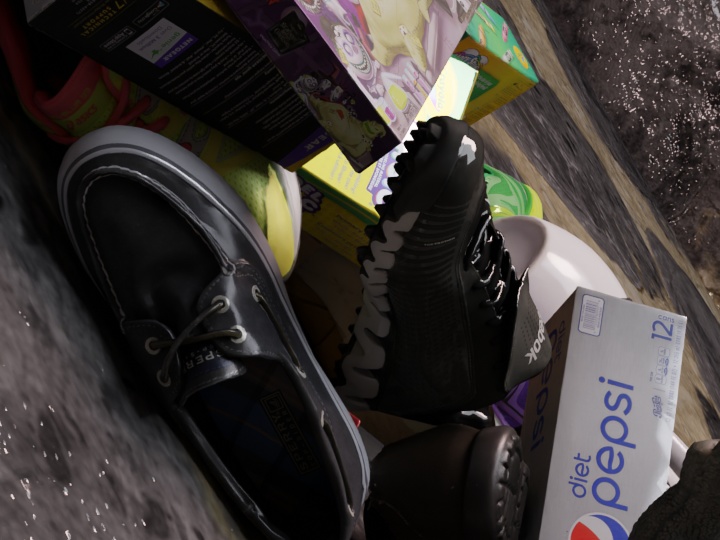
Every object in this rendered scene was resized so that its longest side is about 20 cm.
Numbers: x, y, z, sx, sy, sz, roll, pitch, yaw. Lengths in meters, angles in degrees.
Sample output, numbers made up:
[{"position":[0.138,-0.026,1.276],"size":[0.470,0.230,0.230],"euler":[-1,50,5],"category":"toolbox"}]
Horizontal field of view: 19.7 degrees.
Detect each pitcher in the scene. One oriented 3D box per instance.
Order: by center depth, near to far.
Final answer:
[{"position":[0.139,0.070,1.284],"size":[0.171,0.121,0.200],"euler":[17,-35,54],"category":"pitcher"}]

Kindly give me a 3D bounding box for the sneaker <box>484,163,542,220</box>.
[{"position":[0.089,-0.018,1.485],"size":[0.084,0.074,0.200],"euler":[36,19,-17],"category":"sneaker"}]

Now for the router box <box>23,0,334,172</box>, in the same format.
[{"position":[-0.080,-0.157,0.875],"size":[0.157,0.052,0.200],"euler":[28,37,-46],"category":"router box"}]

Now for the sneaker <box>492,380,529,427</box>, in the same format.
[{"position":[0.068,0.041,1.189],"size":[0.200,0.083,0.081],"euler":[57,-13,-28],"category":"sneaker"}]

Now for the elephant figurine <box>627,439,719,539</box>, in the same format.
[{"position":[0.124,0.185,0.867],"size":[0.155,0.200,0.142],"euler":[41,23,-54],"category":"elephant figurine"}]

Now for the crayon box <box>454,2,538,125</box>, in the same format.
[{"position":[0.037,-0.135,1.406],"size":[0.058,0.119,0.200],"euler":[63,13,12],"category":"crayon box"}]

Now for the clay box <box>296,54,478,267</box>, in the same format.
[{"position":[-0.025,-0.085,0.995],"size":[0.200,0.048,0.115],"euler":[31,54,-17],"category":"clay box"}]

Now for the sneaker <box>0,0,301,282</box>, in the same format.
[{"position":[-0.102,-0.065,0.877],"size":[0.200,0.078,0.090],"euler":[54,23,-5],"category":"sneaker"}]

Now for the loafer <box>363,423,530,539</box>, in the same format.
[{"position":[0.038,0.110,0.963],"size":[0.200,0.071,0.073],"euler":[80,21,-67],"category":"loafer"}]

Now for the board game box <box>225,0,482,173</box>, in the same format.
[{"position":[-0.006,-0.129,0.882],"size":[0.120,0.032,0.200],"euler":[48,26,-11],"category":"board game box"}]

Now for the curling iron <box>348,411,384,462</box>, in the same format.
[{"position":[-0.017,0.067,0.978],"size":[0.200,0.026,0.050],"euler":[40,27,-56],"category":"curling iron"}]

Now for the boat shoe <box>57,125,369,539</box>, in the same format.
[{"position":[-0.058,0.036,0.830],"size":[0.066,0.070,0.200],"euler":[-92,157,-66],"category":"boat shoe"}]

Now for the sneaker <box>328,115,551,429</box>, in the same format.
[{"position":[0.043,0.008,0.881],"size":[0.200,0.090,0.067],"euler":[104,7,-55],"category":"sneaker"}]

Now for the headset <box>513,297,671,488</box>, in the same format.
[{"position":[0.118,0.114,1.114],"size":[0.123,0.094,0.200],"euler":[20,53,-18],"category":"headset"}]

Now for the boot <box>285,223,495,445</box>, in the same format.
[{"position":[-0.001,0.000,1.088],"size":[0.201,0.071,0.144],"euler":[49,17,-25],"category":"boot"}]

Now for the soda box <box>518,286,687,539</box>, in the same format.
[{"position":[0.112,0.115,1.040],"size":[0.068,0.063,0.200],"euler":[122,-19,-63],"category":"soda box"}]
